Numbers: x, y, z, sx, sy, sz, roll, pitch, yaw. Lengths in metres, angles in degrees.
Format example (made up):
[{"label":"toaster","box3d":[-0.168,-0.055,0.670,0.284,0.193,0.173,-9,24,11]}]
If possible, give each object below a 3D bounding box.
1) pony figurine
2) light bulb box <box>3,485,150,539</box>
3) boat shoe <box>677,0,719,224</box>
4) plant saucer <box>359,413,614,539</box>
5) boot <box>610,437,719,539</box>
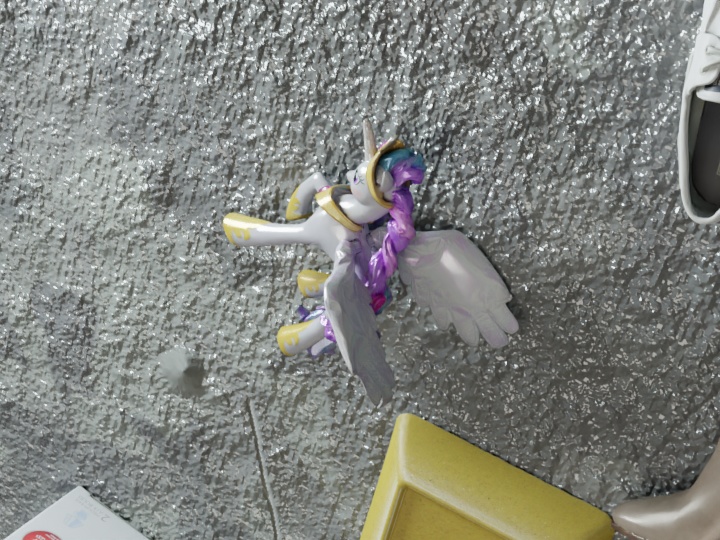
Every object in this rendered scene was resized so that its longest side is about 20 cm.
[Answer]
[{"label":"pony figurine","box3d":[0.000,0.000,1.155,0.200,0.166,0.193,-25,90,50]},{"label":"light bulb box","box3d":[-0.255,0.351,1.452,0.198,0.125,0.200,34,123,14]},{"label":"boat shoe","box3d":[0.248,-0.124,0.994,0.074,0.065,0.200,12,116,25]},{"label":"plant saucer","box3d":[0.085,0.245,1.260,0.200,0.048,0.200,26,121,18]},{"label":"boot","box3d":[0.279,0.137,1.098,0.200,0.070,0.146,7,108,26]}]
